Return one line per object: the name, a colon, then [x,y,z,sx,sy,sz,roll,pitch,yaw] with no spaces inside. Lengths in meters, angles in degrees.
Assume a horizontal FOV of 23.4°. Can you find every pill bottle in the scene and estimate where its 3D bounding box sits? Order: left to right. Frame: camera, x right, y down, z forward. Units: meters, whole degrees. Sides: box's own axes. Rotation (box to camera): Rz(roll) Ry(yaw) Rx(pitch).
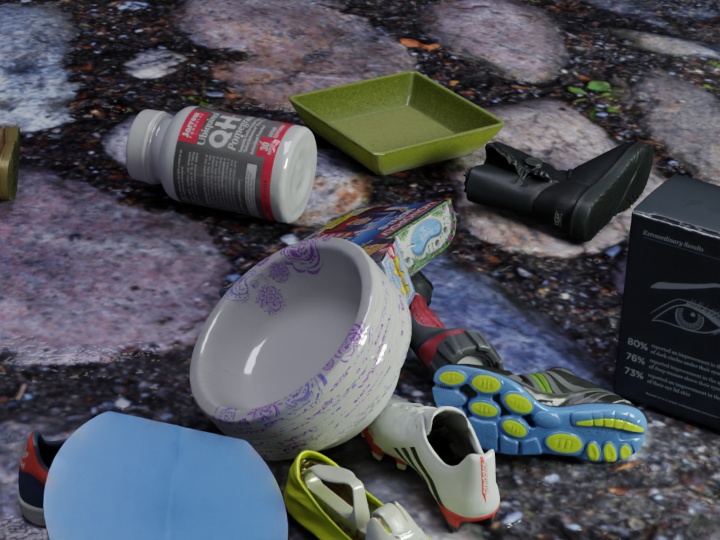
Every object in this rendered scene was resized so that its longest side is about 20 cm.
pill bottle: [-0.158,-0.124,1.953,0.198,0.112,0.111,12,29,16]

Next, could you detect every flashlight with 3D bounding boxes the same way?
flashlight: [0.072,0.054,1.690,0.067,0.068,0.200,10,23,-24]

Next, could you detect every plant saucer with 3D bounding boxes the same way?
plant saucer: [0.043,-0.177,2.139,0.199,0.048,0.199,-16,33,-31]

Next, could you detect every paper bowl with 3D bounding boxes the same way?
paper bowl: [-0.045,0.078,1.537,0.200,0.104,0.202,-24,41,23]

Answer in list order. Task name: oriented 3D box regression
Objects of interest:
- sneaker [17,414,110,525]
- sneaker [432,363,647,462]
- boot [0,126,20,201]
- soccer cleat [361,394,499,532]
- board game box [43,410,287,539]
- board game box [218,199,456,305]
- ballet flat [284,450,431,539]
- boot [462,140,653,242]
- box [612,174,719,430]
sneaker: [-0.185,0.161,1.442,0.198,0.085,0.075,-4,29,-13]
sneaker: [0.157,0.125,1.562,0.198,0.071,0.083,11,16,-10]
boot: [-0.489,-0.121,1.970,0.198,0.067,0.175,-1,16,-9]
soccer cleat: [0.059,0.143,1.500,0.068,0.086,0.200,-11,31,-25]
board game box: [-0.158,0.200,1.388,0.199,0.039,0.159,14,50,-15]
board game box: [0.000,0.000,1.684,0.199,0.062,0.199,-32,19,-36]
ballet flat: [0.006,0.207,1.395,0.066,0.068,0.200,-18,35,-35]
boot: [0.230,-0.116,2.011,0.167,0.077,0.200,23,40,26]
box: [0.328,0.032,1.612,0.147,0.201,0.104,19,32,28]
